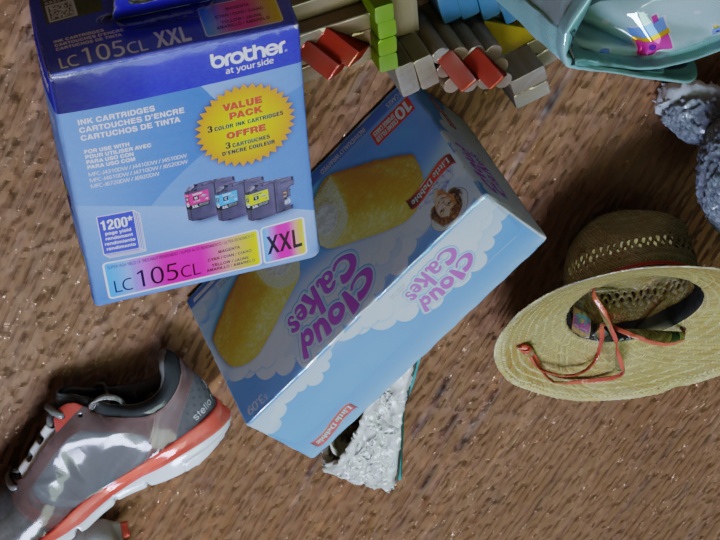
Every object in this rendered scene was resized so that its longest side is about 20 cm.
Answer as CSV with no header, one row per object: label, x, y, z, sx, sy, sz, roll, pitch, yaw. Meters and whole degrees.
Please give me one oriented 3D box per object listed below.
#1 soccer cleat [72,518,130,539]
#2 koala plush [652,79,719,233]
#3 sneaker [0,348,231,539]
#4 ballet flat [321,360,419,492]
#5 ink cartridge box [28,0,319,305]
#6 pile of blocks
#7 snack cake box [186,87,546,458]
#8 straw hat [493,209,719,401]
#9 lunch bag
soccer cleat,-0.187,0.249,1.376,0.077,0.069,0.201,-11,127,-13
koala plush,0.288,-0.054,1.279,0.199,0.178,0.184,4,138,-36
sneaker,-0.183,0.112,1.259,0.199,0.077,0.082,-31,111,-1
ballet flat,0.007,0.070,1.314,0.071,0.072,0.201,-9,133,-21
ink cartridge box,-0.100,-0.088,1.089,0.136,0.077,0.201,-14,134,-9
pile of blocks,0.044,-0.135,1.141,0.199,0.062,0.082,0,130,-29
snack cake box,0.000,0.000,1.204,0.200,0.115,0.067,-44,135,14
straw hat,0.178,0.008,1.330,0.200,0.086,0.201,-2,151,-1
lunch bag,0.150,-0.191,1.065,0.199,0.171,0.122,-28,136,-8
